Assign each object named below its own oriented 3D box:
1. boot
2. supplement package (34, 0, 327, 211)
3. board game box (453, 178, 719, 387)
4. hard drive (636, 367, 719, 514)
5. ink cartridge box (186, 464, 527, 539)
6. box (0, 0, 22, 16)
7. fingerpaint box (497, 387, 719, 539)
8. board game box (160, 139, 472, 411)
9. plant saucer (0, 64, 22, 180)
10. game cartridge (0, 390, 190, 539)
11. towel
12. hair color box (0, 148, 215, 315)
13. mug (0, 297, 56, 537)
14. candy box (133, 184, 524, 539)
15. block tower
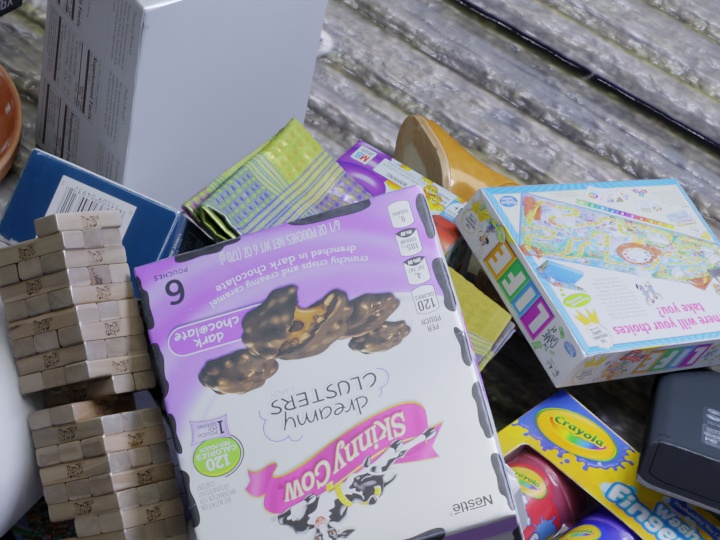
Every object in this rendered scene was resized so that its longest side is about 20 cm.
[{"bbox_3d":[0.117,-0.032,1.602,0.143,0.071,0.202,-4,47,-28],"label":"boot"},{"bbox_3d":[-0.120,-0.150,1.555,0.155,0.201,0.111,-22,55,-31],"label":"supplement package"},{"bbox_3d":[0.168,0.004,1.499,0.199,0.034,0.135,-4,54,-44],"label":"board game box"},{"bbox_3d":[0.246,0.112,1.441,0.139,0.033,0.200,19,15,5],"label":"hard drive"},{"bbox_3d":[-0.019,0.169,1.291,0.146,0.084,0.200,33,75,20],"label":"ink cartridge box"},{"bbox_3d":[-0.309,-0.213,1.559,0.050,0.158,0.200,37,49,22],"label":"box"},{"bbox_3d":[0.131,0.188,1.375,0.167,0.074,0.200,-30,60,-35],"label":"fingerpaint box"},{"bbox_3d":[-0.024,0.025,1.475,0.103,0.105,0.200,31,47,17],"label":"board game box"},{"bbox_3d":[-0.331,-0.101,1.576,0.199,0.032,0.201,8,45,-8],"label":"plant saucer"},{"bbox_3d":[-0.198,0.134,1.379,0.199,0.039,0.130,-16,48,-26],"label":"game cartridge"},{"bbox_3d":[0.000,0.000,1.386,0.200,0.023,0.144,43,36,3],"label":"towel"},{"bbox_3d":[-0.146,-0.012,1.424,0.100,0.200,0.061,24,86,10],"label":"hair color box"},{"bbox_3d":[-0.227,0.059,1.328,0.186,0.150,0.153,40,42,15],"label":"mug"},{"bbox_3d":[-0.017,0.075,1.246,0.167,0.072,0.201,-16,65,1],"label":"candy box"},{"bbox_3d":[-0.146,0.071,1.256,0.054,0.058,0.201,-7,85,-56],"label":"block tower"}]
